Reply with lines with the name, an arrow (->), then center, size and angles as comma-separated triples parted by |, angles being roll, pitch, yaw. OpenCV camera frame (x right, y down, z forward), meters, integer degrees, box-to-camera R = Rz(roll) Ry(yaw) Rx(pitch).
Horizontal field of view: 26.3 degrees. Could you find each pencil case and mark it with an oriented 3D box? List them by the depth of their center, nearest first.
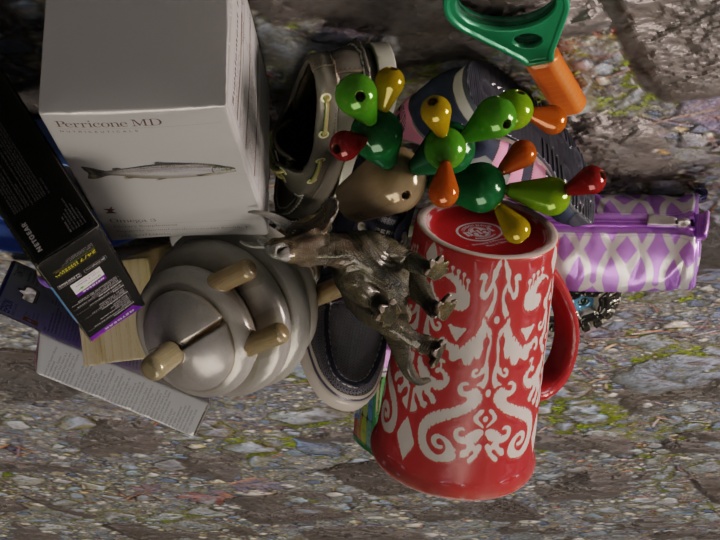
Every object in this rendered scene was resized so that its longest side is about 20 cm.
pencil case -> 0.183, -0.025, 1.252 | 0.198, 0.085, 0.086 | 0, 169, 5

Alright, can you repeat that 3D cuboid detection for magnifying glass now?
magnifying glass -> 0.112, -0.153, 1.017 | 0.079, 0.023, 0.200 | -8, 156, 21

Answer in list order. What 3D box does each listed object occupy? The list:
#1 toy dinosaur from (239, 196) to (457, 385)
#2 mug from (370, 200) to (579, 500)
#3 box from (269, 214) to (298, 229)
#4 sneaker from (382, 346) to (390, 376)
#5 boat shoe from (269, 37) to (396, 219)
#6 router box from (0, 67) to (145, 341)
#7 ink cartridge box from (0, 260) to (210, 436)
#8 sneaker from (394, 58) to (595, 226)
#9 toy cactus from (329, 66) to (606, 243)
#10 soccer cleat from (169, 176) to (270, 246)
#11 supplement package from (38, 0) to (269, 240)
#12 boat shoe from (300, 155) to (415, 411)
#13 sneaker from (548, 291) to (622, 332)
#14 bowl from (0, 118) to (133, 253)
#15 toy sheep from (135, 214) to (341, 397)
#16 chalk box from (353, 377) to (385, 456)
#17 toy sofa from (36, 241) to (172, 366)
toy dinosaur -> 0.014, 0.010, 1.066 | 0.102, 0.077, 0.200 | 36, 176, 37
mug -> 0.091, 0.047, 1.197 | 0.133, 0.201, 0.178 | 16, -151, 18
box -> -0.051, 0.006, 1.403 | 0.159, 0.045, 0.200 | 0, 159, 4
sneaker -> -0.007, 0.038, 1.330 | 0.199, 0.073, 0.114 | 5, 155, -12
boat shoe -> -0.033, -0.095, 1.092 | 0.060, 0.073, 0.202 | -3, 155, -21
router box -> -0.224, -0.065, 1.021 | 0.051, 0.200, 0.149 | -32, 160, -8
ink cartridge box -> -0.232, 0.067, 1.366 | 0.199, 0.044, 0.196 | 23, -172, -11
sneaker -> 0.100, -0.084, 1.126 | 0.082, 0.071, 0.200 | -20, 143, 30
toy cactus -> 0.048, -0.063, 1.018 | 0.199, 0.103, 0.165 | 11, 156, -37
soccer cleat -> -0.113, -0.042, 1.185 | 0.068, 0.086, 0.200 | 5, 169, -15
supplement package -> -0.126, -0.110, 0.998 | 0.116, 0.118, 0.200 | -1, 159, 4
boat shoe -> 0.000, 0.000, 1.180 | 0.074, 0.201, 0.093 | 10, 150, -21
sneaker -> 0.121, 0.011, 1.336 | 0.198, 0.090, 0.079 | -3, 134, -10
bowl -> -0.266, -0.066, 1.230 | 0.199, 0.040, 0.201 | 1, 159, 0
toy sheep -> -0.092, 0.027, 1.104 | 0.137, 0.139, 0.200 | -14, -171, 35
chalk box -> 0.059, 0.122, 1.544 | 0.198, 0.125, 0.124 | 3, -177, -9
toy sofa -> -0.195, 0.025, 1.297 | 0.097, 0.083, 0.200 | -6, -175, 6
